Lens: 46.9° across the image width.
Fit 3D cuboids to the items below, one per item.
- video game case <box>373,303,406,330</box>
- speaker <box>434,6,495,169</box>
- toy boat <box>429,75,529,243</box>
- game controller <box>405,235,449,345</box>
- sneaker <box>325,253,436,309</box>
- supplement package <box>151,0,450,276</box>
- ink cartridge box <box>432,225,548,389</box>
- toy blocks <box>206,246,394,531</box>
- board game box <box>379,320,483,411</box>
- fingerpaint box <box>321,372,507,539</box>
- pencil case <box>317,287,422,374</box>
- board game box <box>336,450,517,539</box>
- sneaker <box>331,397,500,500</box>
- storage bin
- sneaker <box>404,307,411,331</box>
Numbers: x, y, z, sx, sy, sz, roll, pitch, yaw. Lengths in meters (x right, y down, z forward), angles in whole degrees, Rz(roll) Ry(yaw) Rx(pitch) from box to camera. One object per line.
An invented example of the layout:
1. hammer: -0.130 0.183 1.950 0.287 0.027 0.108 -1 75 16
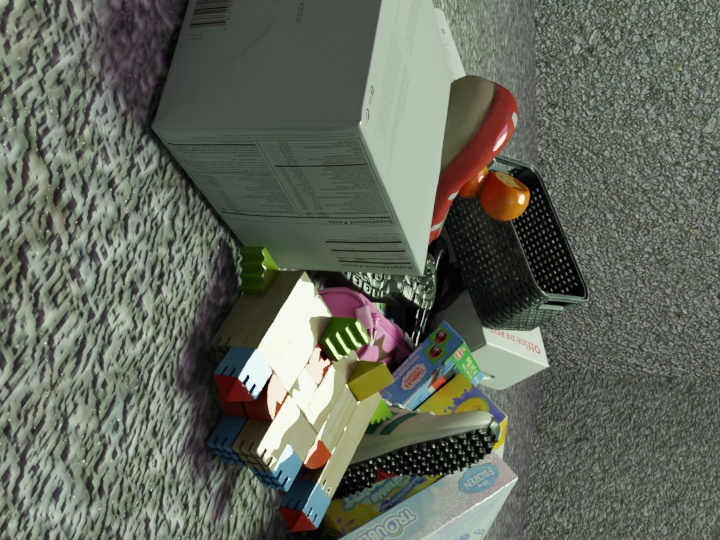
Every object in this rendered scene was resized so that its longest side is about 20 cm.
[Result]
1. video game case: 0.034 -0.026 1.036 0.182 0.023 0.205 48 47 -66
2. speaker: 0.096 -0.207 1.000 0.081 0.080 0.204 19 52 -72
3. toy boat: 0.114 -0.096 0.851 0.201 0.129 0.132 114 0 -56
4. game controller: 0.070 0.056 1.032 0.104 0.041 0.204 46 58 -76
5. sneaker: 0.000 0.000 0.838 0.199 0.089 0.078 30 63 -52
6. supplement package: -0.027 -0.128 0.613 0.201 0.144 0.195 60 36 -60
7. ink cartridge box: 0.162 0.040 1.116 0.144 0.083 0.204 22 49 -41
8. toy blocks: -0.059 0.103 0.641 0.138 0.098 0.202 -58 134 -35
9. board game box: 0.041 0.155 0.871 0.200 0.037 0.151 -45 155 -2
10. fingerpaint box: 0.055 0.227 0.857 0.199 0.073 0.168 -36 147 -20
11. pencil case: 0.001 0.075 0.821 0.200 0.092 0.093 40 44 -69
12. board game box: 0.039 0.280 0.779 0.197 0.043 0.201 -19 141 -36
13. sneaker: 0.026 0.140 0.755 0.071 0.196 0.095 56 22 -49
14. storage bin: 0.191 -0.035 1.056 0.134 0.093 0.204 6 58 -47
15. sneaker: 0.078 0.072 1.140 0.105 0.059 0.203 72 23 -46
